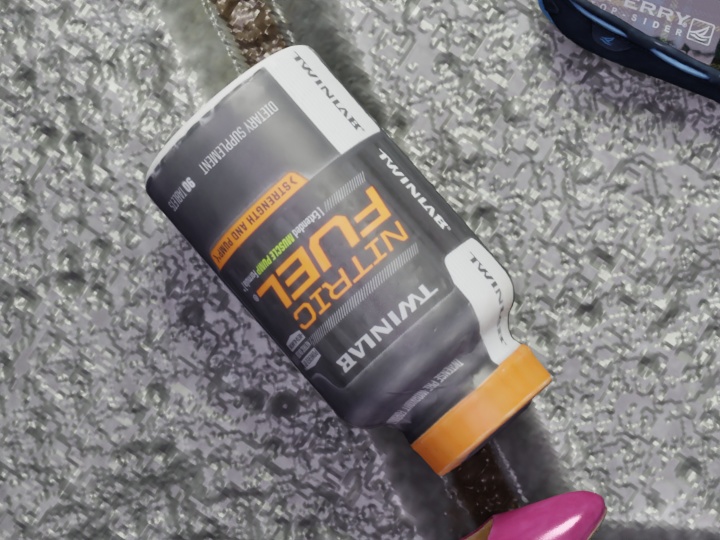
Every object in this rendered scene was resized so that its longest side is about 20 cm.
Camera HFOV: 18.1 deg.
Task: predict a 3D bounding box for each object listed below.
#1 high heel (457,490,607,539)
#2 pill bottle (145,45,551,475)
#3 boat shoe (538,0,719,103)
[{"bbox_3d":[0.015,0.136,1.075,0.200,0.067,0.096,-32,96,19],"label":"high heel"},{"bbox_3d":[0.000,0.000,1.059,0.106,0.106,0.200,-42,85,5],"label":"pill bottle"},{"bbox_3d":[0.180,-0.105,1.056,0.200,0.069,0.084,8,90,5],"label":"boat shoe"}]
